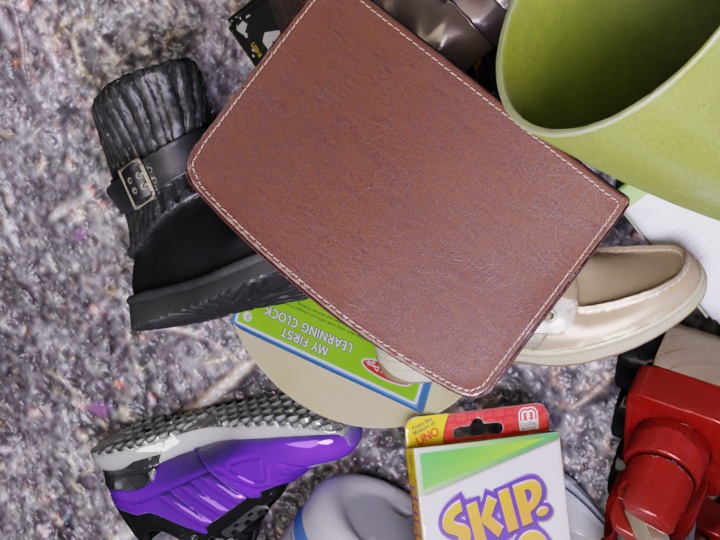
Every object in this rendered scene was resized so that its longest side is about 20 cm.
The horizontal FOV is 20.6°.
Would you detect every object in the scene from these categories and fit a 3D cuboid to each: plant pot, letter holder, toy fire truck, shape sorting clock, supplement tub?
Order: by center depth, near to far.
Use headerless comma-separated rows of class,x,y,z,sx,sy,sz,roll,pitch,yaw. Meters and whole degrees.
plant pot,0.204,-0.099,1.025,0.199,0.188,0.187,34,115,-30
letter holder,0.021,-0.036,1.064,0.199,0.101,0.143,37,86,4
toy fire truck,0.184,0.158,1.145,0.128,0.201,0.177,18,145,17
shape sorting clock,0.000,0.000,1.227,0.198,0.039,0.202,5,102,24
supplement tub,-0.024,0.246,1.294,0.132,0.132,0.201,37,111,5

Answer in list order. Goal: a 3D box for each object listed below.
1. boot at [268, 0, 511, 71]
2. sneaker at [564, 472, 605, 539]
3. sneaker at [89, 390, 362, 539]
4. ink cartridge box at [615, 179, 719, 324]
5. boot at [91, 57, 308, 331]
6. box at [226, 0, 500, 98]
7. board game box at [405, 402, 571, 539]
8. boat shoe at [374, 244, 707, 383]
boot,0.036,-0.128,1.149,0.145,0.070,0.202,-24,85,10
sneaker,0.133,0.186,1.262,0.199,0.071,0.073,35,111,5
sneaker,-0.079,0.142,1.320,0.198,0.069,0.101,-11,101,27
ink cartridge box,0.266,-0.021,1.171,0.147,0.076,0.200,-36,100,21
boot,-0.087,-0.056,1.196,0.210,0.079,0.160,-14,81,45
box,0.036,-0.122,1.228,0.159,0.049,0.201,-34,92,23
board game box,0.084,0.185,1.209,0.094,0.030,0.202,-5,84,-13
boat shoe,0.098,0.012,1.137,0.198,0.072,0.065,-11,121,13
